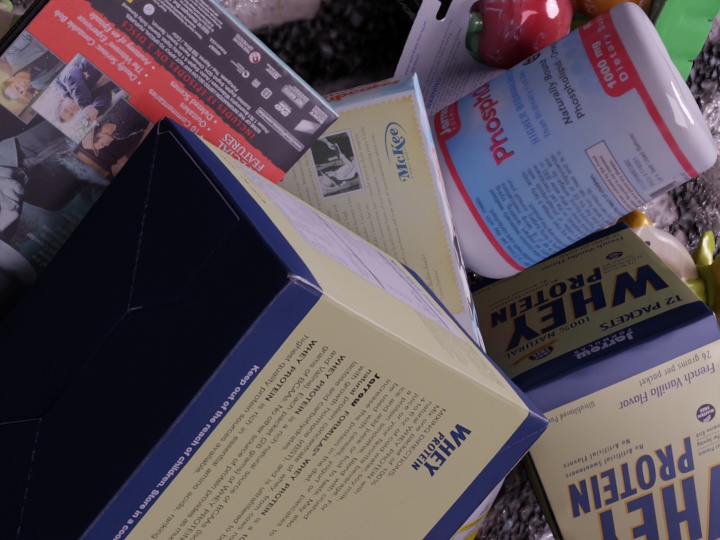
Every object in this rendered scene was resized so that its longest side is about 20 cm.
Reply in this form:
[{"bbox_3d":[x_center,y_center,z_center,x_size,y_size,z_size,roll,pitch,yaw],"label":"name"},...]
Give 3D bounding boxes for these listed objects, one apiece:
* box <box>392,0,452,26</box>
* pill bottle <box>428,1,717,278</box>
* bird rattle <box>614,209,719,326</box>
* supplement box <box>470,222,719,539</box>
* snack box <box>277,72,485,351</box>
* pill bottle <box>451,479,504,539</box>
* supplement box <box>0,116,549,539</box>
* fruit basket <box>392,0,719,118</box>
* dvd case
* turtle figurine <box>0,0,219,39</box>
[{"bbox_3d":[0.075,-0.221,0.944,0.145,0.036,0.200,-53,129,-11],"label":"box"},{"bbox_3d":[0.101,-0.064,0.866,0.199,0.109,0.109,-30,130,17],"label":"pill bottle"},{"bbox_3d":[0.212,0.043,1.132,0.200,0.113,0.163,-47,118,1],"label":"bird rattle"},{"bbox_3d":[0.173,0.105,0.977,0.133,0.200,0.201,-22,109,2],"label":"supplement box"},{"bbox_3d":[0.000,0.000,0.826,0.115,0.037,0.202,-12,109,8],"label":"snack box"},{"bbox_3d":[0.017,0.170,0.960,0.109,0.109,0.201,-14,140,-34],"label":"pill bottle"},{"bbox_3d":[-0.058,0.075,0.689,0.200,0.134,0.199,-50,136,10],"label":"supplement box"},{"bbox_3d":[0.124,-0.164,0.920,0.198,0.094,0.186,8,119,-25],"label":"fruit basket"},{"bbox_3d":[-0.127,-0.047,0.686,0.146,0.022,0.200,39,98,-29],"label":"dvd case"},{"bbox_3d":[-0.142,-0.104,0.792,0.144,0.200,0.195,-12,136,-58],"label":"turtle figurine"}]
